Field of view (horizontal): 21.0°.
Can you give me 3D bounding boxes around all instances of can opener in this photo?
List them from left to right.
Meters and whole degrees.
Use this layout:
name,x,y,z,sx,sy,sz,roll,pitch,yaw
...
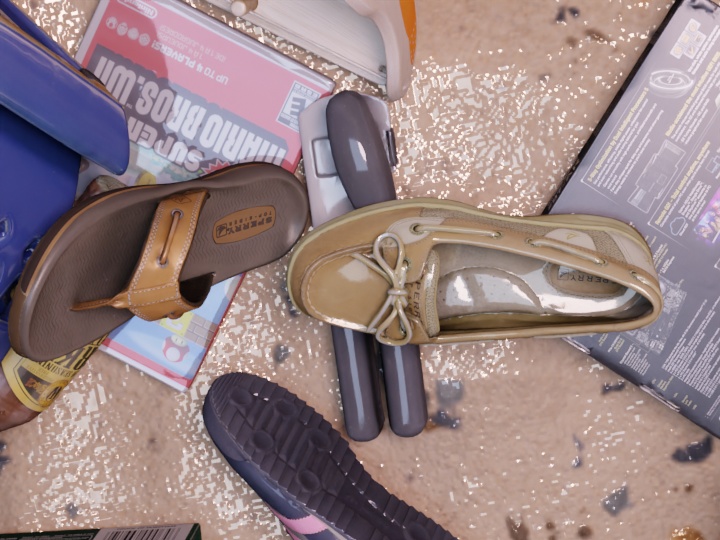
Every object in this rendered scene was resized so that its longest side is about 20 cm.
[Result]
name,x,y,z,sx,sy,sz,roll,pitch,yaw
can opener,0.000,0.000,1.087,0.053,0.067,0.202,-6,99,10

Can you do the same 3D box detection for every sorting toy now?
name,x,y,z,sx,sy,sz,roll,pitch,yaw
sorting toy,-0.050,-0.174,1.012,0.198,0.180,0.108,26,100,0

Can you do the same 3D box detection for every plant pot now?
name,x,y,z,sx,sy,sz,roll,pitch,yaw
plant pot,-0.250,-0.078,1.012,0.200,0.200,0.180,42,93,27

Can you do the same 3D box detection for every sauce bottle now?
name,x,y,z,sx,sy,sz,roll,pitch,yaw
sauce bottle,-0.185,0.040,1.097,0.065,0.065,0.200,39,101,-1

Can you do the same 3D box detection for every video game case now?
name,x,y,z,sx,sy,sz,roll,pitch,yaw
video game case,-0.119,-0.050,1.118,0.142,0.017,0.201,27,100,0

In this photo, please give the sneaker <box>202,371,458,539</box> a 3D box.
name,x,y,z,sx,sy,sz,roll,pitch,yaw
sneaker,-0.024,0.147,1.113,0.200,0.070,0.082,44,130,2

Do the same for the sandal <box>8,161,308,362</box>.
name,x,y,z,sx,sy,sz,roll,pitch,yaw
sandal,-0.098,-0.004,1.037,0.054,0.199,0.083,30,126,40

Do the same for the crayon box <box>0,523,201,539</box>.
name,x,y,z,sx,sy,sz,roll,pitch,yaw
crayon box,-0.187,0.245,1.146,0.198,0.058,0.175,-4,99,6

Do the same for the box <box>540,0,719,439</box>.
name,x,y,z,sx,sy,sz,roll,pitch,yaw
box,0.193,-0.029,1.080,0.159,0.044,0.201,31,100,0

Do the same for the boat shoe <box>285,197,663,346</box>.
name,x,y,z,sx,sy,sz,roll,pitch,yaw
boat shoe,0.059,0.007,1.033,0.198,0.063,0.074,3,112,-1
